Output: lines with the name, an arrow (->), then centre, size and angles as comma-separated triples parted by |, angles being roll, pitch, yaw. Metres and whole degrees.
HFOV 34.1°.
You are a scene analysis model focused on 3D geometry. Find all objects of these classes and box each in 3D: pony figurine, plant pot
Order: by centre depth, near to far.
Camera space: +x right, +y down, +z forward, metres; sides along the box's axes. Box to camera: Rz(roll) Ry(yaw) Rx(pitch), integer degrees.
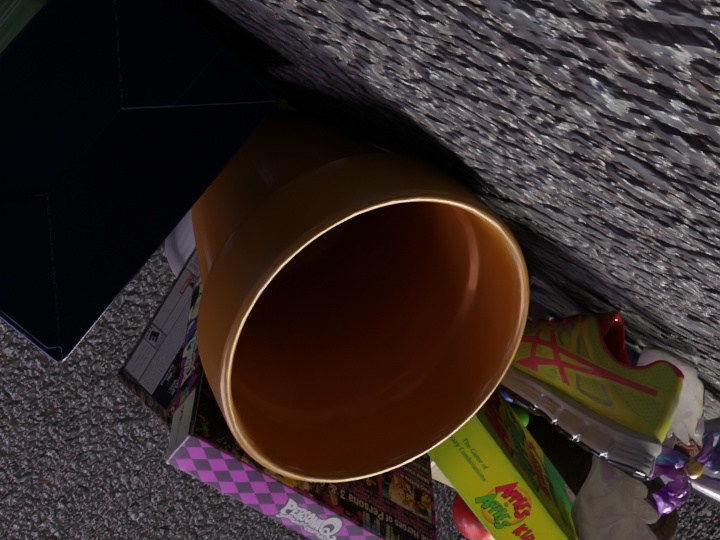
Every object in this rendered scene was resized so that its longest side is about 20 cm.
plant pot -> -0.023, -0.004, 0.743 | 0.199, 0.201, 0.184 | 34, -168, -40
pony figurine -> 0.216, 0.130, 0.903 | 0.197, 0.169, 0.193 | 16, -166, -29

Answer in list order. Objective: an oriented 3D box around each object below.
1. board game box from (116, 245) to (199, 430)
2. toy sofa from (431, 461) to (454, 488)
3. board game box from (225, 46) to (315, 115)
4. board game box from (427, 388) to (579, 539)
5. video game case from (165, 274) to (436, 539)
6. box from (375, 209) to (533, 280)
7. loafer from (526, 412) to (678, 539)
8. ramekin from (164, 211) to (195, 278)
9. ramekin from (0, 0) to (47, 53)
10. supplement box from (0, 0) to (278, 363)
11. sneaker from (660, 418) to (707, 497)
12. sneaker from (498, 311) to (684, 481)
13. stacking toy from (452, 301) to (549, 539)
board game box -> -0.084, 0.084, 0.995 | 0.199, 0.161, 0.097 | 34, -177, 38
toy sofa -> 0.101, 0.114, 1.198 | 0.097, 0.202, 0.083 | 27, 136, -14
board game box -> -0.106, -0.141, 0.858 | 0.104, 0.024, 0.199 | 32, 179, -37
board game box -> 0.110, 0.155, 0.891 | 0.201, 0.047, 0.102 | 53, -164, -25
video game case -> -0.034, 0.102, 0.806 | 0.199, 0.036, 0.183 | 33, -151, -23
box -> 0.061, -0.022, 0.926 | 0.120, 0.033, 0.200 | 33, 178, -3
loafer -> 0.189, 0.183, 1.027 | 0.199, 0.076, 0.068 | 35, 147, 34
ramekin -> -0.104, -0.032, 1.279 | 0.198, 0.098, 0.202 | 23, -150, -14
ramekin -> -0.231, -0.154, 0.947 | 0.199, 0.098, 0.200 | 39, -173, -6
supplement box -> -0.184, -0.074, 0.734 | 0.134, 0.201, 0.199 | 42, 170, -19
sneaker -> 0.226, 0.150, 1.100 | 0.199, 0.068, 0.108 | 11, -153, 30
sneaker -> 0.147, 0.062, 0.831 | 0.199, 0.091, 0.078 | 34, -177, 40
stacking toy -> 0.112, 0.127, 0.992 | 0.084, 0.204, 0.085 | 5, 173, 1
